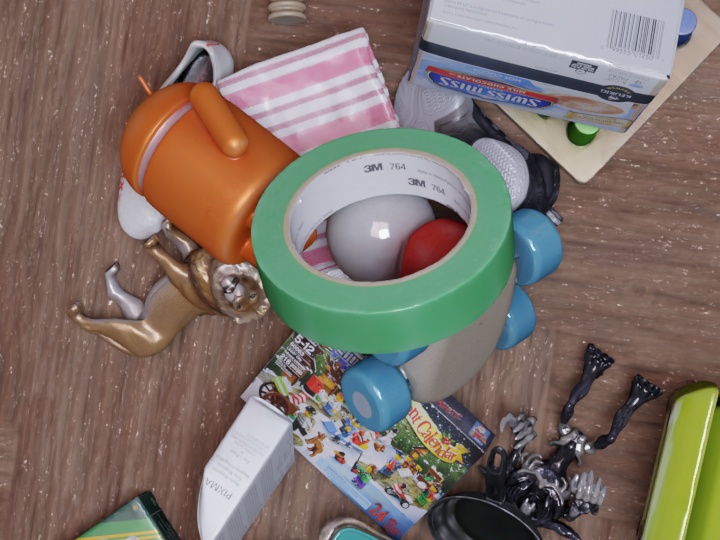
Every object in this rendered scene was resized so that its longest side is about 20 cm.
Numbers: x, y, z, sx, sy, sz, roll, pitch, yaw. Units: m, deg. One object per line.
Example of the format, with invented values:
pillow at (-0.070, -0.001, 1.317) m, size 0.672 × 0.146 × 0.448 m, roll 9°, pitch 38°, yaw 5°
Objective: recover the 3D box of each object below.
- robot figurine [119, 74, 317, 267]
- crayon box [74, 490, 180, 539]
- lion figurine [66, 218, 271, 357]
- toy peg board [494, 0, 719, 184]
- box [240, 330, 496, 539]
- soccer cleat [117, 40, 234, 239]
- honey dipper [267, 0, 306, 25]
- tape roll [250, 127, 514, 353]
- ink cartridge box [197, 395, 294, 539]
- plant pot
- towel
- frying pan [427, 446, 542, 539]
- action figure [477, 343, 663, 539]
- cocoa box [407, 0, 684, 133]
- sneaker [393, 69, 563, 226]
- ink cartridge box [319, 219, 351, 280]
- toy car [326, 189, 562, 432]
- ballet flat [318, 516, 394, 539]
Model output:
robot figurine at (-0.124, -0.085, 1.139) m, size 0.200 × 0.144 × 0.117 m, roll 38°, pitch 93°, yaw 17°
crayon box at (-0.251, 0.317, 1.249) m, size 0.200 × 0.052 × 0.126 m, roll -35°, pitch 86°, yaw 4°
lion figurine at (-0.177, 0.031, 1.239) m, size 0.200 × 0.073 × 0.123 m, roll -35°, pitch 104°, yaw 32°
toy peg board at (0.201, -0.219, 1.201) m, size 0.200 × 0.098 × 0.199 m, roll 44°, pitch 93°, yaw 4°
box at (0.004, 0.133, 1.209) m, size 0.200 × 0.038 × 0.137 m, roll 42°, pitch 119°, yaw 4°
soccer cleat at (-0.178, -0.124, 1.237) m, size 0.068 × 0.085 × 0.201 m, roll 27°, pitch 91°, yaw 5°
honey dipper at (-0.072, -0.336, 1.261) m, size 0.038 × 0.038 × 0.201 m, roll -2°, pitch 85°, yaw 5°
tape roll at (0.018, -0.027, 1.018) m, size 0.200 × 0.048 × 0.201 m, roll -6°, pitch 46°, yaw 6°
ink cartridge box at (-0.128, 0.219, 1.159) m, size 0.057 × 0.163 × 0.200 m, roll 35°, pitch 73°, yaw 10°
plant pot at (0.340, 0.192, 1.132) m, size 0.181 × 0.200 × 0.200 m, roll 13°, pitch 90°, yaw 13°
towel at (-0.030, -0.105, 1.197) m, size 0.146 × 0.030 × 0.201 m, roll -20°, pitch 90°, yaw 3°
frying pan at (0.103, 0.207, 1.163) m, size 0.115 × 0.031 × 0.190 m, roll 2°, pitch 130°, yaw 32°
action figure at (0.178, 0.166, 1.190) m, size 0.119 × 0.102 × 0.200 m, roll 34°, pitch 91°, yaw 20°
cocoa box at (0.152, -0.213, 1.091) m, size 0.199 × 0.131 × 0.134 m, roll 13°, pitch 75°, yaw -2°
sneaker at (0.111, -0.108, 1.219) m, size 0.076 × 0.114 × 0.200 m, roll -49°, pitch 49°, yaw 18°
ink cartridge box at (0.000, 0.000, 1.245) m, size 0.161 × 0.050 × 0.200 m, roll -30°, pitch 98°, yaw 3°
toy car at (0.031, -0.004, 1.130) m, size 0.184 × 0.177 × 0.200 m, roll -29°, pitch 60°, yaw -30°
ballet flat at (0.046, 0.281, 1.210) m, size 0.200 × 0.067 × 0.068 m, roll 37°, pitch 79°, yaw -12°
